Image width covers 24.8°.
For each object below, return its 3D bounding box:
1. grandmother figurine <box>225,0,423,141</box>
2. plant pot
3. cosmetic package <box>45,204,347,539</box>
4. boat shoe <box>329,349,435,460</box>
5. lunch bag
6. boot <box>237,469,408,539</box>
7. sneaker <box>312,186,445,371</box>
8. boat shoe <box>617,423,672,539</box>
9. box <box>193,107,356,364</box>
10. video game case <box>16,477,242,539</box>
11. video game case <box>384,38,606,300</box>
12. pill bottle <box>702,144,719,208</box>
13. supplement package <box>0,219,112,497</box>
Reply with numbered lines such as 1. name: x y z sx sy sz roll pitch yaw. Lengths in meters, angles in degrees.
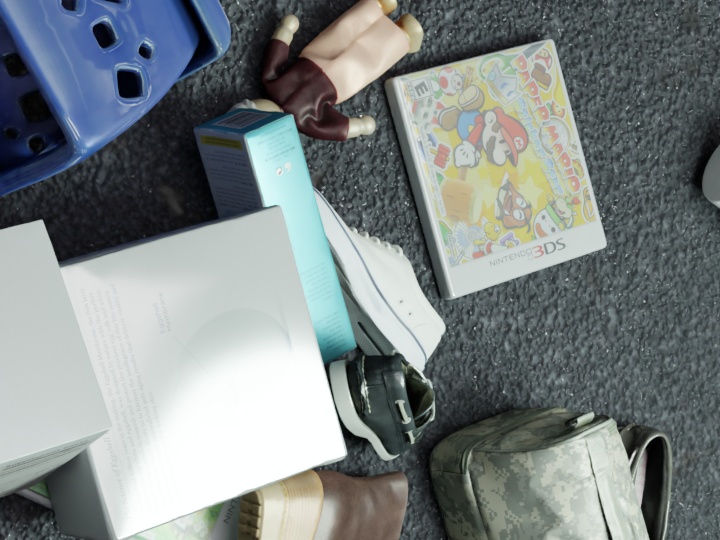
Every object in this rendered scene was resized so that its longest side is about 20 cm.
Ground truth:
1. grandmother figurine: -0.036 -0.157 1.376 0.200 0.061 0.121 -38 76 -23
2. plant pot: -0.221 -0.189 1.198 0.179 0.200 0.201 -34 101 -33
3. cosmetic package: -0.144 0.075 1.227 0.199 0.123 0.201 -16 94 -31
4. boat shoe: 0.031 0.108 1.317 0.060 0.200 0.076 -14 78 12
5. lunch bag: 0.171 0.220 1.388 0.139 0.167 0.201 -17 94 -29
6. boot: -0.036 0.259 1.327 0.166 0.072 0.201 5 99 -43
7. sneaker: 0.000 0.000 1.377 0.071 0.073 0.201 -50 118 -33
8. boat shoe: 0.247 0.240 1.491 0.066 0.057 0.202 10 81 -28
9. box: -0.067 -0.025 1.303 0.049 0.082 0.201 -27 113 -29
10. video game case: -0.158 0.126 1.298 0.199 0.022 0.183 29 72 -23
11. video game case: 0.125 -0.094 1.474 0.181 0.023 0.201 -17 94 -29
12. pill bottle: 0.430 -0.056 1.589 0.199 0.112 0.113 29 72 -23
13. supplement package: -0.286 0.080 1.115 0.150 0.200 0.153 -16 80 -29
